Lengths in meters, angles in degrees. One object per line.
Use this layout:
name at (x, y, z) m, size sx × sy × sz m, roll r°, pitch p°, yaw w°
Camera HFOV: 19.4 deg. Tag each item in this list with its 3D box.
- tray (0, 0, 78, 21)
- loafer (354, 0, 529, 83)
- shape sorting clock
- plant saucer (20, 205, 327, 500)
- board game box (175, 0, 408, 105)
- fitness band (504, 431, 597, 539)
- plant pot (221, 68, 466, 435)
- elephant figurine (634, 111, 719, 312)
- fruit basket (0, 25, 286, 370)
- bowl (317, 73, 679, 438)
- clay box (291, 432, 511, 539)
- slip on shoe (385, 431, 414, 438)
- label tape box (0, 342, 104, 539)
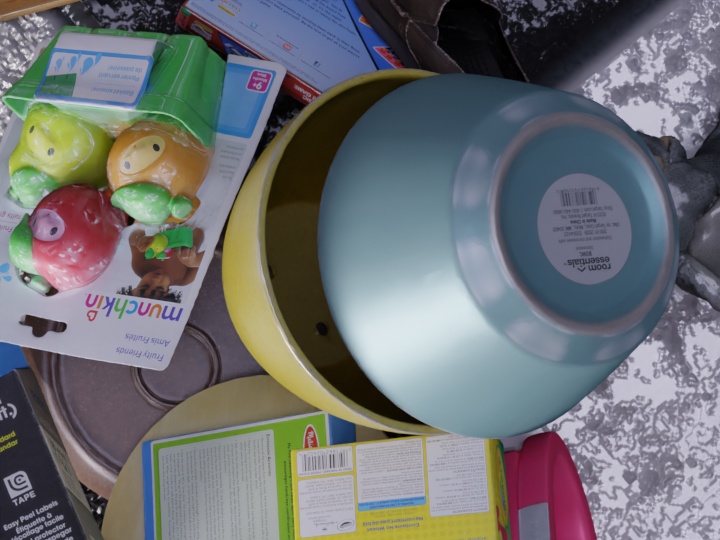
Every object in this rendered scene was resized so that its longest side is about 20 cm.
tray at (-0.196, -0.197, 1.262) m, size 0.200 × 0.099 × 0.037 m, roll -16°, pitch 66°, yaw -4°
loafer at (0.055, -0.154, 1.264) m, size 0.073 × 0.071 × 0.200 m, roll -16°, pitch 66°, yaw -30°
shape sorting clock at (-0.060, 0.160, 1.226) m, size 0.200 × 0.039 × 0.200 m, roll -8°, pitch 71°, yaw 23°
plant saucer at (-0.111, 0.056, 1.284) m, size 0.200 × 0.034 × 0.201 m, roll 0°, pitch 95°, yaw 2°
board game box at (-0.003, -0.133, 1.284) m, size 0.200 × 0.019 × 0.103 m, roll 32°, pitch 53°, yaw 0°
fitness band at (0.113, 0.186, 1.232) m, size 0.037 × 0.200 × 0.144 m, roll -13°, pitch 126°, yaw 15°
plant pot at (0.000, 0.000, 1.195) m, size 0.200 × 0.142 × 0.201 m, roll 6°, pitch 78°, yaw -29°
elephant figurine at (0.202, -0.037, 1.266) m, size 0.200 × 0.142 × 0.155 m, roll -29°, pitch 74°, yaw -13°
fruit basket at (-0.155, -0.047, 1.229) m, size 0.185 × 0.094 × 0.200 m, roll 9°, pitch 63°, yaw 31°
bowl at (0.088, -0.017, 1.105) m, size 0.200 × 0.105 × 0.201 m, roll 6°, pitch 78°, yaw -28°
clay box at (0.026, 0.192, 1.138) m, size 0.115 × 0.048 × 0.200 m, roll -7°, pitch 72°, yaw 12°
slip on shoe at (0.061, 0.142, 1.266) m, size 0.060 × 0.076 × 0.200 m, roll 5°, pitch 56°, yaw -37°
label tape box at (-0.244, 0.127, 1.229) m, size 0.144 × 0.063 × 0.200 m, roll -27°, pitch 64°, yaw -1°
